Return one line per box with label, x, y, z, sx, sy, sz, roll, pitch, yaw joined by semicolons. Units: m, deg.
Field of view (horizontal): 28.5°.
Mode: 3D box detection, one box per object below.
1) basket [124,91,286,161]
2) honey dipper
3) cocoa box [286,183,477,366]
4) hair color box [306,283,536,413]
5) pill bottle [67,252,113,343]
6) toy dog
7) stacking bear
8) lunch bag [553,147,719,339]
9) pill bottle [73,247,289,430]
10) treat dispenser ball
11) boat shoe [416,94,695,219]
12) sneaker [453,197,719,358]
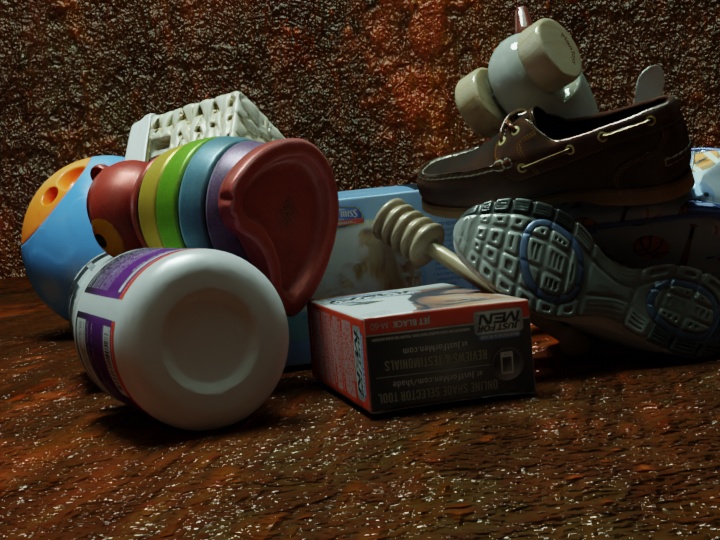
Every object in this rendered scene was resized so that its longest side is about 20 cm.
basket;-0.117;-0.055;1.334;0.123;0.137;0.200;-17;-39;28
honey dipper;0.089;0.009;1.058;0.200;0.038;0.038;36;29;32
cocoa box;0.000;0.000;1.189;0.198;0.135;0.131;-7;4;-10
hair color box;0.035;0.048;0.964;0.110;0.065;0.200;-6;5;-12
pill bottle;-0.199;0.034;1.222;0.105;0.107;0.200;-7;4;-13
toy dog;0.158;-0.124;1.053;0.131;0.097;0.200;-11;-40;28
stacking bear;-0.126;-0.045;1.067;0.199;0.122;0.114;3;42;35
lunch bag;0.210;-0.010;1.043;0.198;0.076;0.161;-2;-40;27
pill bottle;-0.128;0.041;0.953;0.111;0.114;0.200;-8;4;-21
treat dispenser ball;-0.292;-0.032;1.646;0.199;0.203;0.201;-6;4;0
boat shoe;0.129;-0.082;0.979;0.198;0.071;0.071;-6;29;24
sneaker;0.151;0.015;0.975;0.199;0.075;0.087;25;-14;-4
